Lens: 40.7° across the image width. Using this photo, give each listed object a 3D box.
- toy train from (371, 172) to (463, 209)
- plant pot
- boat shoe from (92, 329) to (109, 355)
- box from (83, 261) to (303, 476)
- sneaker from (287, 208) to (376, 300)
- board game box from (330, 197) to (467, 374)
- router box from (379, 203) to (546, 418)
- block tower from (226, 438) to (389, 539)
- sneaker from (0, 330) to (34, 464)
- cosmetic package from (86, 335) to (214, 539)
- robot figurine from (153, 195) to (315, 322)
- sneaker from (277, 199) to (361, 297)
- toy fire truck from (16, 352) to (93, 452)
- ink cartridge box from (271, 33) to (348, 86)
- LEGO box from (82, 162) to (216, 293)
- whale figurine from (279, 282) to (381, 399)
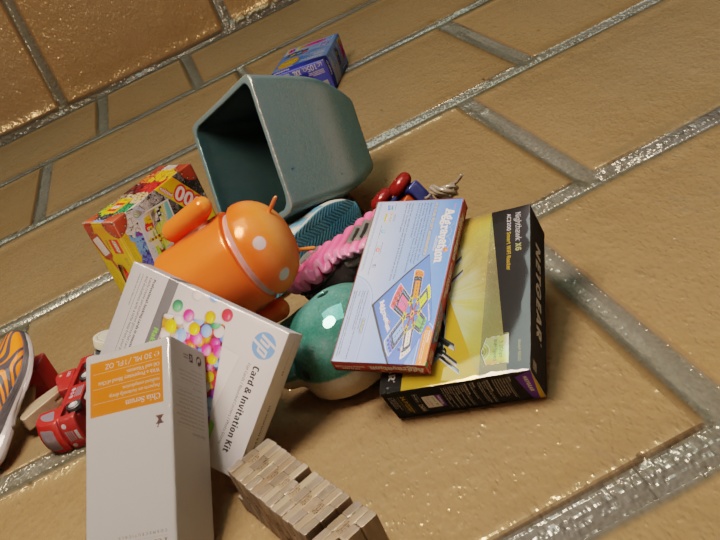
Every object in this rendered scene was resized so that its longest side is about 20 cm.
[{"bbox_3d":[0.049,-0.054,1.183,0.116,0.085,0.200,-50,6,-20],"label":"toy train"},{"bbox_3d":[-0.099,-0.168,1.431,0.198,0.200,0.195,-15,-6,-37],"label":"plant pot"},{"bbox_3d":[-0.237,0.115,1.196,0.196,0.063,0.075,3,19,7],"label":"boat shoe"},{"bbox_3d":[-0.175,0.100,1.005,0.197,0.158,0.041,23,2,19],"label":"box"},{"bbox_3d":[0.000,0.000,1.144,0.199,0.096,0.079,-29,20,45],"label":"sneaker"},{"bbox_3d":[0.042,0.012,0.986,0.101,0.020,0.203,-1,54,26],"label":"board game box"},{"bbox_3d":[0.106,0.040,0.980,0.155,0.052,0.203,-13,49,24],"label":"router box"},{"bbox_3d":[-0.050,0.213,0.865,0.054,0.059,0.199,-35,26,-23],"label":"block tower"},{"bbox_3d":[-0.488,0.148,1.233,0.077,0.111,0.203,-37,38,35],"label":"sneaker"},{"bbox_3d":[-0.202,0.176,0.925,0.100,0.071,0.204,-15,67,17],"label":"cosmetic package"},{"bbox_3d":[-0.152,-0.001,1.089,0.198,0.145,0.116,-32,-16,11],"label":"robot figurine"},{"bbox_3d":[-0.084,-0.039,1.343,0.199,0.078,0.080,-34,25,-22],"label":"sneaker"},{"bbox_3d":[-0.395,0.168,1.260,0.139,0.049,0.201,-21,27,10],"label":"toy fire truck"},{"bbox_3d":[-0.111,-0.423,2.081,0.134,0.077,0.201,-15,29,19],"label":"ink cartridge box"},{"bbox_3d":[-0.257,-0.019,1.312,0.076,0.202,0.149,2,37,44],"label":"LEGO box"},{"bbox_3d":[-0.039,0.064,1.078,0.158,0.105,0.199,-37,25,-22],"label":"whale figurine"}]
